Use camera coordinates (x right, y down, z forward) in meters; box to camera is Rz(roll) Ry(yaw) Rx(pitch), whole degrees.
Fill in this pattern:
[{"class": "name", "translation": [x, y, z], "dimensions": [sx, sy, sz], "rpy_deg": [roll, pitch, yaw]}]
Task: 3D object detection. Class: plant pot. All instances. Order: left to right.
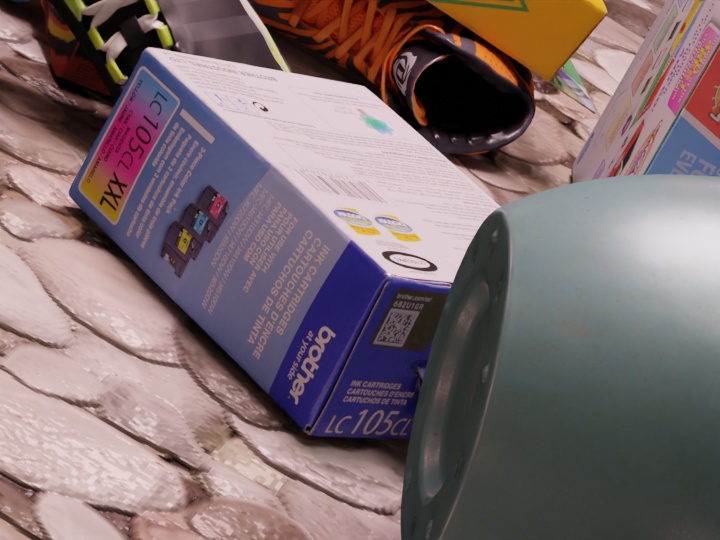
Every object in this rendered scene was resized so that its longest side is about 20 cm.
[{"class": "plant pot", "translation": [0.105, 0.058, 1.010], "dimensions": [0.160, 0.201, 0.201], "rpy_deg": [14, 21, -8]}]

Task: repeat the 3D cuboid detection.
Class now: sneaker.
[{"class": "sneaker", "translation": [-0.083, -0.103, 1.265], "dimensions": [0.200, 0.072, 0.083], "rpy_deg": [47, 22, -28]}, {"class": "sneaker", "translation": [0.007, -0.126, 1.516], "dimensions": [0.199, 0.078, 0.112], "rpy_deg": [24, 18, -14]}]

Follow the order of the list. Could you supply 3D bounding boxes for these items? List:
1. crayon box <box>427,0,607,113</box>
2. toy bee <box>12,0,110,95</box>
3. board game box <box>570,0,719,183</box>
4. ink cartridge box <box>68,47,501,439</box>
[{"class": "crayon box", "translation": [0.048, -0.174, 1.532], "dimensions": [0.200, 0.052, 0.126], "rpy_deg": [32, 20, -26]}, {"class": "toy bee", "translation": [-0.128, -0.168, 1.388], "dimensions": [0.131, 0.109, 0.200], "rpy_deg": [7, 28, -45]}, {"class": "board game box", "translation": [0.157, -0.074, 1.480], "dimensions": [0.040, 0.153, 0.200], "rpy_deg": [27, 19, -6]}, {"class": "ink cartridge box", "translation": [0.000, 0.000, 1.177], "dimensions": [0.136, 0.077, 0.200], "rpy_deg": [7, 27, -47]}]
